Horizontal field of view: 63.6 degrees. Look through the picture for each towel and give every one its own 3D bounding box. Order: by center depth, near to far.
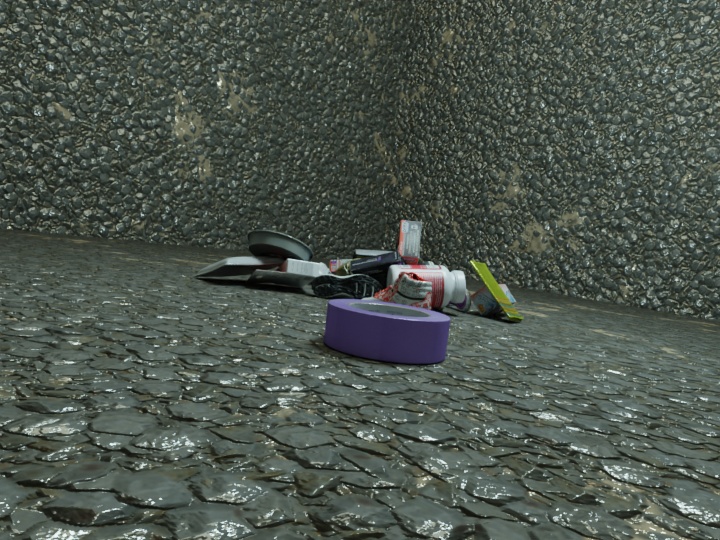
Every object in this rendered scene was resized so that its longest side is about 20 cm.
[{"bbox_3d":[0.375,0.055,1.602,0.086,0.018,0.202,14,40,-53],"label":"towel"}]

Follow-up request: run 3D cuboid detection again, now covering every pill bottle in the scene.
[{"bbox_3d":[0.173,0.043,1.544,0.196,0.115,0.112,1,4,-6],"label":"pill bottle"}]

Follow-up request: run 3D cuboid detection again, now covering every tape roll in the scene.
[{"bbox_3d":[0.042,0.093,0.929,0.196,0.067,0.200,7,2,0],"label":"tape roll"}]

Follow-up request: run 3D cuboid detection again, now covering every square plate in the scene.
[{"bbox_3d":[-0.342,-0.012,1.650,0.198,0.029,0.197,-3,-8,-42],"label":"square plate"}]

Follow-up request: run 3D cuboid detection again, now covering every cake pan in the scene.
[{"bbox_3d":[-0.232,-0.055,1.656,0.197,0.037,0.201,14,-20,5],"label":"cake pan"}]

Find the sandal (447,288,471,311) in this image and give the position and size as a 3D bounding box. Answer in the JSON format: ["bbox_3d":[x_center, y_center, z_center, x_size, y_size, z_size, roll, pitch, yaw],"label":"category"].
[{"bbox_3d":[0.269,0.069,1.731,0.049,0.084,0.202,10,3,-18],"label":"sandal"}]

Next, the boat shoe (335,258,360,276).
[{"bbox_3d":[0.001,0.002,1.739,0.198,0.075,0.063,-5,5,31],"label":"boat shoe"}]

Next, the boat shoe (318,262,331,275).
[{"bbox_3d":[-0.128,0.015,1.986,0.068,0.073,0.200,29,-3,3],"label":"boat shoe"}]

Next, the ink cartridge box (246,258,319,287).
[{"bbox_3d":[-0.224,0.006,1.648,0.173,0.046,0.200,7,-12,-18],"label":"ink cartridge box"}]

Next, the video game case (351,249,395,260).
[{"bbox_3d":[0.061,0.002,1.862,0.196,0.026,0.182,3,-38,-13],"label":"video game case"}]

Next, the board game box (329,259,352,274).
[{"bbox_3d":[-0.009,0.000,2.127,0.149,0.047,0.200,-2,-12,20],"label":"board game box"}]

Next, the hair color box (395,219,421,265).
[{"bbox_3d":[0.133,-0.054,1.690,0.063,0.113,0.200,6,-20,0],"label":"hair color box"}]

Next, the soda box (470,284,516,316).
[{"bbox_3d":[0.389,0.084,1.693,0.063,0.069,0.199,-37,-17,24],"label":"soda box"}]

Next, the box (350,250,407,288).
[{"bbox_3d":[0.068,0.013,1.639,0.141,0.037,0.200,-12,-26,15],"label":"box"}]

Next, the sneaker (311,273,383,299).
[{"bbox_3d":[-0.032,0.045,1.583,0.196,0.075,0.079,7,-2,4],"label":"sneaker"}]

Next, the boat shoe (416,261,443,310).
[{"bbox_3d":[0.201,0.046,1.679,0.061,0.076,0.201,-7,37,-6],"label":"boat shoe"}]

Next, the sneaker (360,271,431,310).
[{"bbox_3d":[0.080,0.053,1.333,0.199,0.110,0.067,10,4,42],"label":"sneaker"}]
